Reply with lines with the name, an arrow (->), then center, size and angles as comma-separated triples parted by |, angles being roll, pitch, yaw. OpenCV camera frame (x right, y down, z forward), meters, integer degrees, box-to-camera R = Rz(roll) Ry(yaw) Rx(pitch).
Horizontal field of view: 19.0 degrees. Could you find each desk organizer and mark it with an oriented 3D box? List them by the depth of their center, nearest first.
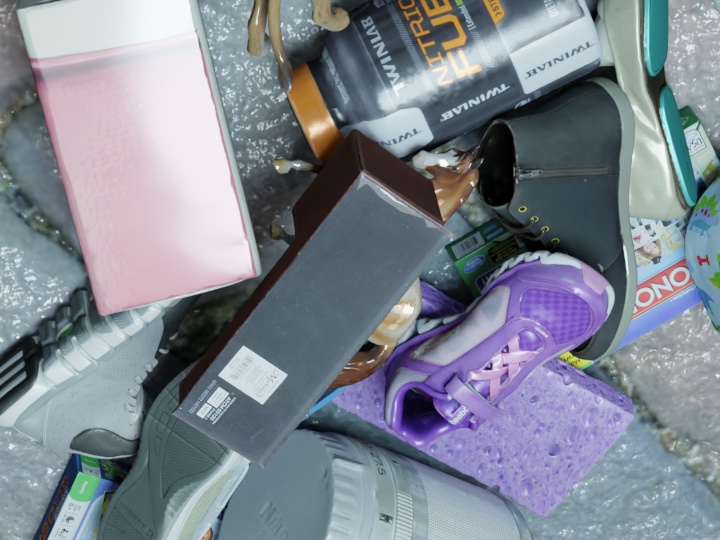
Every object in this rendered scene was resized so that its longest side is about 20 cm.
desk organizer -> -0.033, 0.017, 1.348 | 0.071, 0.077, 0.200 | 32, 110, -19

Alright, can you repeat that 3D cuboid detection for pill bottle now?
pill bottle -> 0.049, -0.138, 1.401 | 0.199, 0.106, 0.107 | -27, 120, 2

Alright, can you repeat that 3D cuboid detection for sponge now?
sponge -> 0.086, 0.093, 1.552 | 0.199, 0.030, 0.112 | 29, 118, -17

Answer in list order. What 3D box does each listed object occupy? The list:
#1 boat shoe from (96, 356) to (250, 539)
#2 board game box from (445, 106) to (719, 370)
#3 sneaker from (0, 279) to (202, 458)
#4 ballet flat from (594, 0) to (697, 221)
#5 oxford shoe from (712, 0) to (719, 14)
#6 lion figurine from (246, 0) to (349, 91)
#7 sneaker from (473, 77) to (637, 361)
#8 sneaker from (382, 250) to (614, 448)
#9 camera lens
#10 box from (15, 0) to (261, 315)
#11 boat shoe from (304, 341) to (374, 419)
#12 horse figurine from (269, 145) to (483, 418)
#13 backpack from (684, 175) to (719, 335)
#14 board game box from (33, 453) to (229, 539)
boat shoe -> -0.113, 0.134, 1.490 | 0.065, 0.074, 0.203 | -5, 131, -53
board game box -> 0.178, -0.011, 1.541 | 0.199, 0.029, 0.135 | -30, 119, 4
sneaker -> -0.155, 0.062, 1.488 | 0.199, 0.075, 0.115 | -35, 125, 17
ballet flat -> 0.182, -0.128, 1.453 | 0.069, 0.069, 0.202 | -12, 104, -6
oxford shoe -> 0.245, -0.220, 1.430 | 0.075, 0.058, 0.200 | -33, 118, 9
lion figurine -> -0.024, -0.221, 1.315 | 0.072, 0.201, 0.123 | 9, 149, 5
sneaker -> 0.124, -0.024, 1.445 | 0.106, 0.075, 0.202 | -18, 116, -32
sneaker -> 0.086, 0.061, 1.433 | 0.080, 0.089, 0.199 | 42, 131, -20
camera lens -> 0.016, 0.213, 1.537 | 0.199, 0.160, 0.161 | 24, 110, -31
box -> -0.138, -0.093, 1.350 | 0.108, 0.128, 0.202 | -14, 108, -2
boat shoe -> -0.046, 0.058, 1.497 | 0.069, 0.084, 0.200 | 39, 102, -28
horse figurine -> 0.000, 0.000, 1.414 | 0.131, 0.050, 0.202 | 0, 120, -14
backpack -> 0.335, -0.021, 1.483 | 0.199, 0.147, 0.184 | -37, 119, -7
board game box -> -0.185, 0.239, 1.588 | 0.134, 0.035, 0.201 | 18, 112, -21
